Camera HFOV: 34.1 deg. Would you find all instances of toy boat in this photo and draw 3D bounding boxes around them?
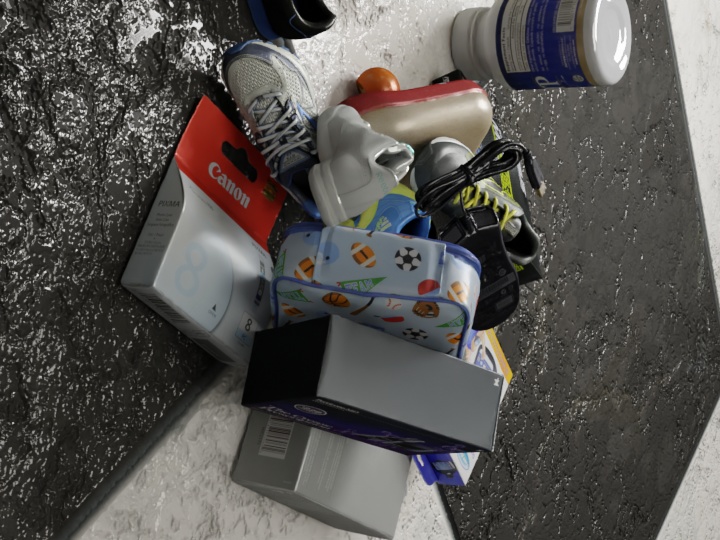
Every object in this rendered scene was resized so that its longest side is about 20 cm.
[{"bbox_3d":[0.036,-0.165,1.264,0.198,0.131,0.131,-16,149,-36],"label":"toy boat"}]

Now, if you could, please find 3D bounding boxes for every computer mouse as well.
[{"bbox_3d":[0.132,-0.042,1.191,0.140,0.046,0.201,-34,126,-9],"label":"computer mouse"}]

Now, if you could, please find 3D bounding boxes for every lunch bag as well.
[{"bbox_3d":[0.008,0.027,1.090,0.161,0.197,0.076,93,8,-62],"label":"lunch bag"}]

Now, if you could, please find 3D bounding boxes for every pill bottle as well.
[{"bbox_3d":[0.217,-0.282,1.431,0.119,0.198,0.122,-7,98,-54],"label":"pill bottle"}]

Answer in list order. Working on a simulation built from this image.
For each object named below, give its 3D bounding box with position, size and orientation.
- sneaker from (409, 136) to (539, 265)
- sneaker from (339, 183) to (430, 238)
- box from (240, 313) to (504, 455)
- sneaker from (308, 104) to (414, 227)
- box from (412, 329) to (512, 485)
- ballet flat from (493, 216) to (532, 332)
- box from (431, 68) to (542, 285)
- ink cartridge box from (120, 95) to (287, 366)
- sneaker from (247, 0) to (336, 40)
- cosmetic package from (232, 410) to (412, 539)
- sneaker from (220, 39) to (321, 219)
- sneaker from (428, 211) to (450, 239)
[{"bbox_3d":[0.129,-0.072,1.236,0.199,0.084,0.075,35,89,-46],"label":"sneaker"},{"bbox_3d":[0.000,0.000,1.184,0.075,0.105,0.201,34,87,-32],"label":"sneaker"},{"bbox_3d":[0.012,0.111,1.084,0.198,0.141,0.080,21,68,-29],"label":"box"},{"bbox_3d":[0.007,-0.104,1.080,0.201,0.087,0.076,-88,157,-61],"label":"sneaker"},{"bbox_3d":[0.110,0.145,1.329,0.120,0.041,0.201,63,38,-31],"label":"box"},{"bbox_3d":[0.172,0.015,1.521,0.075,0.067,0.202,61,47,-68],"label":"ballet flat"},{"bbox_3d":[0.154,-0.111,1.425,0.193,0.047,0.202,43,33,-45],"label":"box"},{"bbox_3d":[-0.124,-0.035,1.093,0.160,0.047,0.202,45,59,-48],"label":"ink cartridge box"},{"bbox_3d":[-0.086,-0.307,1.100,0.070,0.077,0.201,-59,137,-33],"label":"sneaker"},{"bbox_3d":[-0.032,0.201,1.215,0.200,0.089,0.108,43,57,-51],"label":"cosmetic package"},{"bbox_3d":[-0.066,-0.130,1.116,0.201,0.076,0.086,55,17,-39],"label":"sneaker"},{"bbox_3d":[0.095,-0.025,1.401,0.082,0.074,0.201,-47,118,-34],"label":"sneaker"}]
